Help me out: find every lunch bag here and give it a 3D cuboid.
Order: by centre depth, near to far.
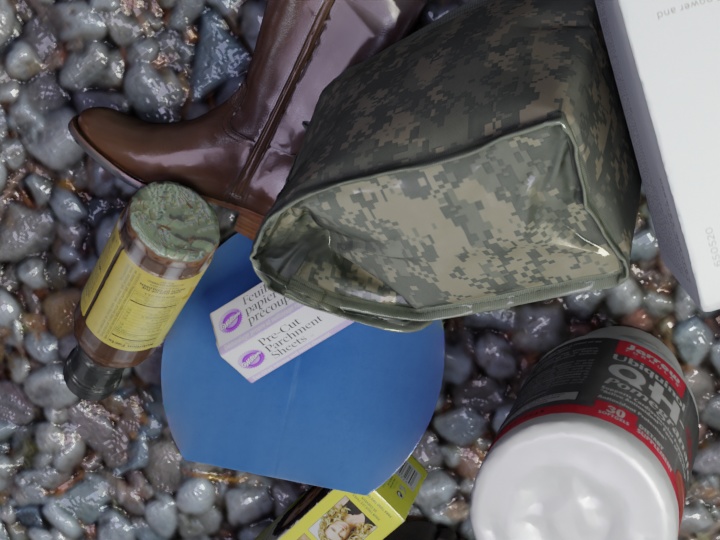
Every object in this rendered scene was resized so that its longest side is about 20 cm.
[{"bbox_3d":[0.047,-0.059,0.801,0.199,0.165,0.118,-13,124,25],"label":"lunch bag"}]

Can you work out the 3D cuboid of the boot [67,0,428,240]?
[{"bbox_3d":[-0.072,-0.133,0.921,0.185,0.064,0.201,24,113,1],"label":"boot"}]

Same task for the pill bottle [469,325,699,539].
[{"bbox_3d":[0.136,0.102,0.846,0.110,0.200,0.112,5,108,16],"label":"pill bottle"}]

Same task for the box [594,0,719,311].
[{"bbox_3d":[0.220,-0.111,0.693,0.197,0.131,0.202,-17,99,6],"label":"box"}]

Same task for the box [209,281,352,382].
[{"bbox_3d":[0.000,0.000,0.919,0.199,0.039,0.041,-31,137,10],"label":"box"}]

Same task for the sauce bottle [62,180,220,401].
[{"bbox_3d":[-0.151,0.021,0.963,0.065,0.065,0.200,42,139,2],"label":"sauce bottle"}]

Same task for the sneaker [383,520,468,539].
[{"bbox_3d":[0.095,0.241,0.985,0.199,0.074,0.087,23,125,15],"label":"sneaker"}]

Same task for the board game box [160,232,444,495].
[{"bbox_3d":[-0.033,0.059,0.966,0.198,0.039,0.159,7,79,23],"label":"board game box"}]

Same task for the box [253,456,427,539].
[{"bbox_3d":[-0.043,0.194,1.004,0.050,0.075,0.200,44,113,-2],"label":"box"}]
